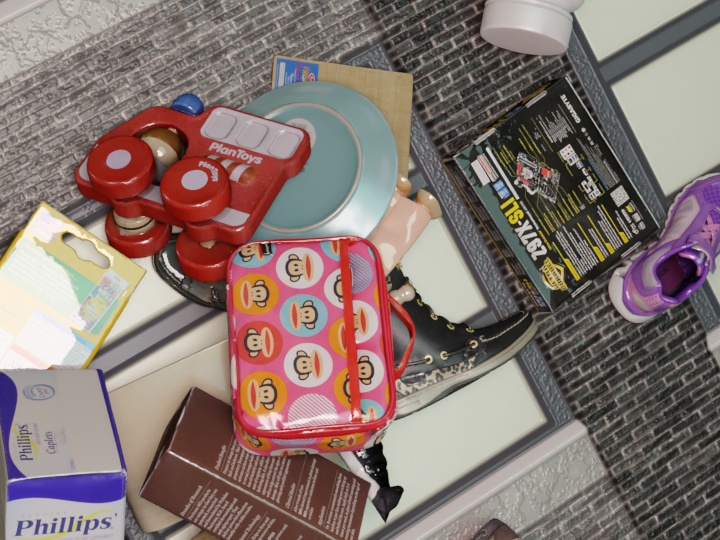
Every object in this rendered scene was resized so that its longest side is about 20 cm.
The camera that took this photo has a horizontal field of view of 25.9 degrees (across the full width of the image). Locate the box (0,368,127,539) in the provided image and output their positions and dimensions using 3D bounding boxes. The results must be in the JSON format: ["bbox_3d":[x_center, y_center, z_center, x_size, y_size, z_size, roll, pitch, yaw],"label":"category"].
[{"bbox_3d":[-0.275,0.219,1.414,0.104,0.184,0.202,-2,117,-17],"label":"box"}]

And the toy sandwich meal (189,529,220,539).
[{"bbox_3d":[-0.096,0.333,1.539,0.203,0.070,0.207,4,106,16],"label":"toy sandwich meal"}]

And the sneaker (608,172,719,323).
[{"bbox_3d":[0.360,-0.025,1.702,0.080,0.088,0.200,44,75,-9],"label":"sneaker"}]

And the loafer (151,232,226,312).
[{"bbox_3d":[-0.112,0.017,1.568,0.199,0.063,0.072,27,82,-14],"label":"loafer"}]

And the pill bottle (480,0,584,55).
[{"bbox_3d":[0.190,-0.337,1.649,0.112,0.113,0.202,13,85,-16],"label":"pill bottle"}]

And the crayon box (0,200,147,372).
[{"bbox_3d":[-0.313,0.052,1.512,0.125,0.052,0.201,34,79,-13],"label":"crayon box"}]

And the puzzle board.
[{"bbox_3d":[-0.024,-0.115,1.608,0.149,0.017,0.202,6,75,-11],"label":"puzzle board"}]

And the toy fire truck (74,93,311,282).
[{"bbox_3d":[-0.166,-0.097,1.522,0.198,0.113,0.169,17,54,20],"label":"toy fire truck"}]

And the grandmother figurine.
[{"bbox_3d":[0.000,0.000,1.550,0.121,0.061,0.200,32,73,26],"label":"grandmother figurine"}]

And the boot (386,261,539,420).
[{"bbox_3d":[0.075,0.048,1.621,0.202,0.073,0.155,-28,93,-18],"label":"boot"}]

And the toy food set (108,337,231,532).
[{"bbox_3d":[-0.156,0.152,1.537,0.199,0.060,0.145,-25,98,-5],"label":"toy food set"}]

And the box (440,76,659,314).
[{"bbox_3d":[0.205,-0.081,1.677,0.159,0.049,0.201,-36,98,-13],"label":"box"}]

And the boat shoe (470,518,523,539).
[{"bbox_3d":[0.092,0.340,1.618,0.200,0.065,0.072,-46,142,4],"label":"boat shoe"}]

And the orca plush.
[{"bbox_3d":[-0.002,0.146,1.554,0.071,0.200,0.106,-33,139,-5],"label":"orca plush"}]

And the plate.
[{"bbox_3d":[-0.061,-0.099,1.552,0.198,0.026,0.202,-5,72,15],"label":"plate"}]

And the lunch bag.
[{"bbox_3d":[-0.035,0.069,1.452,0.174,0.082,0.202,-3,65,-6],"label":"lunch bag"}]

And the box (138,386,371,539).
[{"bbox_3d":[-0.096,0.204,1.460,0.199,0.100,0.075,31,122,-9],"label":"box"}]
